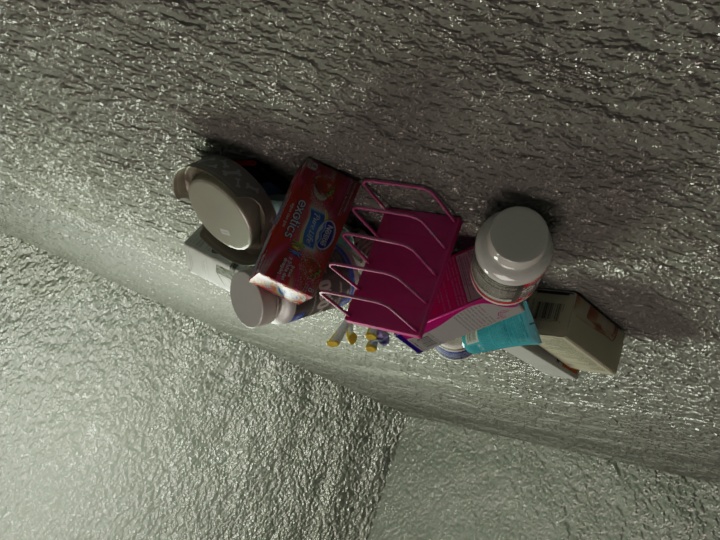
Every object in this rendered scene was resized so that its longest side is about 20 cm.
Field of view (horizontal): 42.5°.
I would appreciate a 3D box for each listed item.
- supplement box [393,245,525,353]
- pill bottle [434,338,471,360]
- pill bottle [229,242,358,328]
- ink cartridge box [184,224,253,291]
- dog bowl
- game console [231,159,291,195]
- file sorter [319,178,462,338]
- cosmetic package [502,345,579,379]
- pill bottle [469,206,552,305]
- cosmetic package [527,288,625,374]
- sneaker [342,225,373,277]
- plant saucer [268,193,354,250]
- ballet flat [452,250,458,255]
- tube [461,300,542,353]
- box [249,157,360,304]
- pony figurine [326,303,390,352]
[{"bbox_3d":[0.155,0.046,1.530,0.199,0.104,0.101,-22,149,19],"label":"supplement box"},{"bbox_3d":[0.201,0.130,1.964,0.111,0.112,0.200,17,166,11],"label":"pill bottle"},{"bbox_3d":[-0.110,0.026,1.545,0.199,0.114,0.114,-17,-167,-38],"label":"pill bottle"},{"bbox_3d":[-0.205,-0.031,1.729,0.199,0.145,0.084,25,143,20],"label":"ink cartridge box"},{"bbox_3d":[-0.220,-0.104,1.538,0.200,0.059,0.201,31,147,23],"label":"dog bowl"},{"bbox_3d":[-0.173,-0.137,1.614,0.176,0.031,0.200,7,162,44],"label":"game console"},{"bbox_3d":[0.042,-0.023,1.404,0.138,0.201,0.125,10,161,33],"label":"file sorter"},{"bbox_3d":[0.349,0.129,1.778,0.200,0.102,0.071,29,163,-38],"label":"cosmetic package"},{"bbox_3d":[0.218,-0.023,1.338,0.110,0.111,0.200,18,167,8],"label":"pill bottle"},{"bbox_3d":[0.388,0.112,1.684,0.103,0.088,0.200,5,159,42],"label":"cosmetic package"},{"bbox_3d":[0.015,-0.025,1.631,0.200,0.076,0.081,27,152,49],"label":"sneaker"},{"bbox_3d":[-0.102,-0.089,1.595,0.200,0.039,0.201,14,161,5],"label":"plant saucer"},{"bbox_3d":[0.144,-0.015,1.607,0.200,0.076,0.064,33,-168,-32],"label":"ballet flat"},{"bbox_3d":[0.252,0.110,1.659,0.050,0.078,0.200,-23,178,-28],"label":"tube"},{"bbox_3d":[-0.087,-0.059,1.433,0.095,0.201,0.100,25,165,-11],"label":"box"},{"bbox_3d":[0.030,0.055,1.822,0.193,0.201,0.166,-14,141,39],"label":"pony figurine"}]
